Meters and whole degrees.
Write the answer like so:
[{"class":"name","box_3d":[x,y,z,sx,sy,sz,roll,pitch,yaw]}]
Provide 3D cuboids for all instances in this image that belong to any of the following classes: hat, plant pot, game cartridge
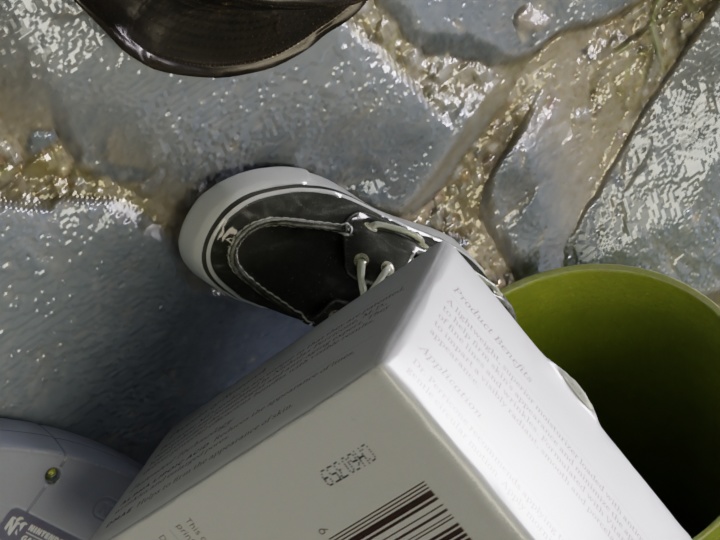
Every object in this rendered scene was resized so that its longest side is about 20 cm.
[{"class":"hat","box_3d":[-0.038,-0.160,1.096,0.200,0.081,0.202,-20,127,-28]},{"class":"plant pot","box_3d":[0.136,0.129,1.366,0.187,0.187,0.200,-37,147,-13]},{"class":"game cartridge","box_3d":[-0.150,0.153,1.241,0.133,0.041,0.200,-50,135,4]}]

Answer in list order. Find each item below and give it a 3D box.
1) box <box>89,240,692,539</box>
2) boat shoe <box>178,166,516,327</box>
[{"class":"box","box_3d":[0.016,0.132,1.178,0.200,0.131,0.199,-34,101,29]},{"class":"boat shoe","box_3d":[0.000,0.000,1.239,0.199,0.064,0.071,13,109,-42]}]
